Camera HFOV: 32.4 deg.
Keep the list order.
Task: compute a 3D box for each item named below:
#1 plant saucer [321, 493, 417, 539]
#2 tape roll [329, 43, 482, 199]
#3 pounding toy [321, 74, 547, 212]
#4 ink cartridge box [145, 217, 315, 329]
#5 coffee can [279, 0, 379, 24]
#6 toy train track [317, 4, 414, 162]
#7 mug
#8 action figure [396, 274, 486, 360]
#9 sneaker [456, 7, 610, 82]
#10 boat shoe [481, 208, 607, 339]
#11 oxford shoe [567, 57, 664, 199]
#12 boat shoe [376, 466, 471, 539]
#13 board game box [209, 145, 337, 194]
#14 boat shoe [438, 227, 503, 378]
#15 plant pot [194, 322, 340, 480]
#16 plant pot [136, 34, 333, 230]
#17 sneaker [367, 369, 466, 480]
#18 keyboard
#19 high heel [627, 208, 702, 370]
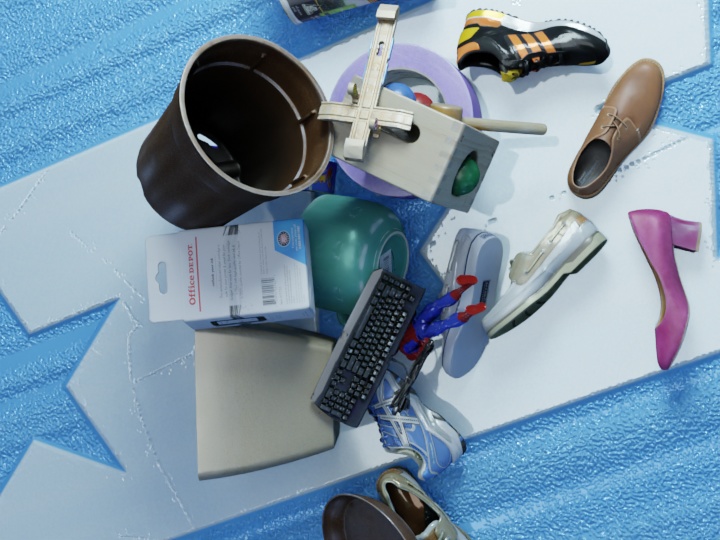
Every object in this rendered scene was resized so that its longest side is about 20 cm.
[{"bbox_3d":[0.026,0.381,1.653,0.200,0.034,0.202,29,133,37],"label":"plant saucer"},{"bbox_3d":[0.059,-0.197,1.655,0.198,0.085,0.202,0,90,14],"label":"tape roll"},{"bbox_3d":[0.096,-0.162,1.524,0.199,0.184,0.143,27,98,20],"label":"pounding toy"},{"bbox_3d":[-0.161,0.007,1.539,0.198,0.068,0.117,-6,78,3],"label":"ink cartridge box"},{"bbox_3d":[-0.011,-0.422,1.635,0.198,0.146,0.148,-12,88,14],"label":"coffee can"},{"bbox_3d":[0.012,-0.225,1.443,0.114,0.033,0.201,8,72,16],"label":"toy train track"},{"bbox_3d":[0.001,-0.011,1.639,0.114,0.185,0.153,10,74,30],"label":"mug"},{"bbox_3d":[0.086,0.071,1.630,0.200,0.051,0.066,-42,63,50],"label":"action figure"},{"bbox_3d":[0.220,-0.276,1.606,0.199,0.070,0.091,14,68,19],"label":"sneaker"},{"bbox_3d":[0.229,0.005,1.627,0.200,0.075,0.068,-43,76,4],"label":"boat shoe"},{"bbox_3d":[0.332,-0.183,1.595,0.071,0.071,0.201,29,96,13],"label":"oxford shoe"},{"bbox_3d":[0.090,0.353,1.657,0.075,0.068,0.200,-43,83,5],"label":"boat shoe"},{"bbox_3d":[-0.145,-0.138,1.680,0.198,0.134,0.045,7,93,14],"label":"board game box"},{"bbox_3d":[0.138,0.042,1.655,0.065,0.073,0.202,24,104,43],"label":"boat shoe"},{"bbox_3d":[-0.118,0.164,1.661,0.175,0.200,0.202,-1,91,1],"label":"plant pot"},{"bbox_3d":[-0.167,-0.149,1.494,0.198,0.199,0.201,-30,83,52],"label":"plant pot"},{"bbox_3d":[0.047,0.197,1.660,0.200,0.076,0.077,40,72,12],"label":"sneaker"},{"bbox_3d":[0.030,0.109,1.577,0.126,0.021,0.201,24,97,-14],"label":"keyboard"},{"bbox_3d":[0.375,0.022,1.584,0.095,0.067,0.202,10,89,4],"label":"high heel"}]
